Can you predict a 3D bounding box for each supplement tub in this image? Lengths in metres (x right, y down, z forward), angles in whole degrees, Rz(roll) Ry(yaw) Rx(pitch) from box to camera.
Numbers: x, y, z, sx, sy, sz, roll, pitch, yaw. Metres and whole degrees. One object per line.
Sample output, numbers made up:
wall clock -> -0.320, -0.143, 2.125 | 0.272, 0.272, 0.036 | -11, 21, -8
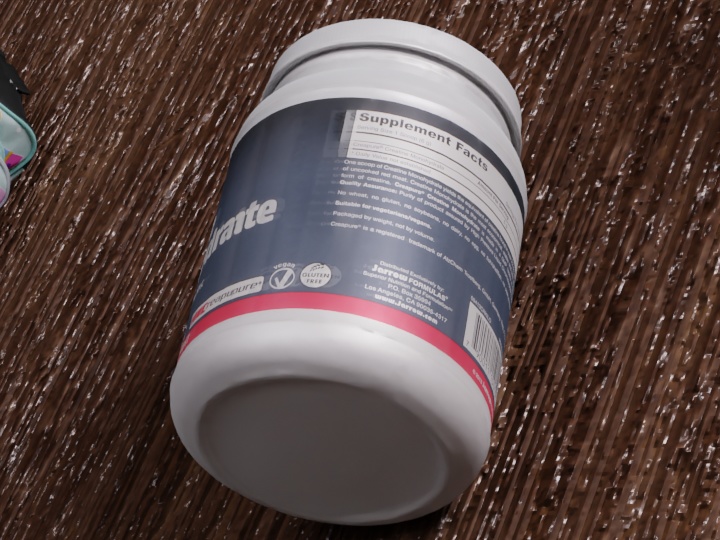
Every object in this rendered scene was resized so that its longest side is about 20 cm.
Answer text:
supplement tub -> 0.000, 0.000, 1.041 | 0.140, 0.140, 0.200 | -17, 44, 32

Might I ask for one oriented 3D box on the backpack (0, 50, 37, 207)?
backpack -> -0.313, -0.066, 1.385 | 0.200, 0.176, 0.153 | -40, 32, 13
